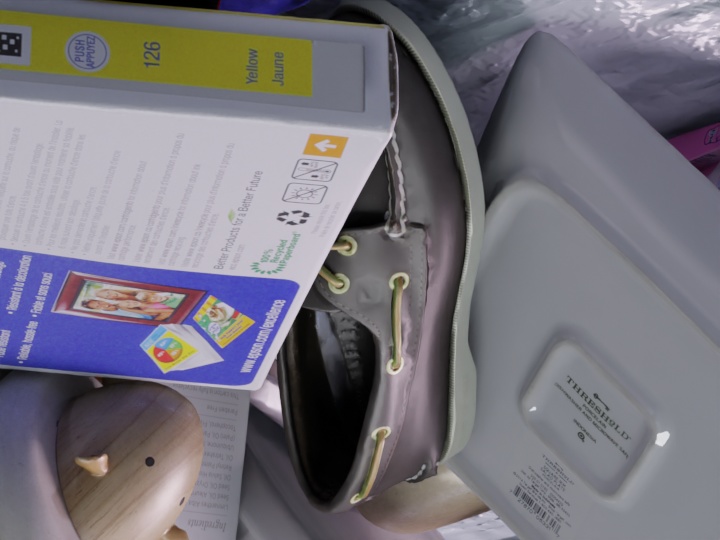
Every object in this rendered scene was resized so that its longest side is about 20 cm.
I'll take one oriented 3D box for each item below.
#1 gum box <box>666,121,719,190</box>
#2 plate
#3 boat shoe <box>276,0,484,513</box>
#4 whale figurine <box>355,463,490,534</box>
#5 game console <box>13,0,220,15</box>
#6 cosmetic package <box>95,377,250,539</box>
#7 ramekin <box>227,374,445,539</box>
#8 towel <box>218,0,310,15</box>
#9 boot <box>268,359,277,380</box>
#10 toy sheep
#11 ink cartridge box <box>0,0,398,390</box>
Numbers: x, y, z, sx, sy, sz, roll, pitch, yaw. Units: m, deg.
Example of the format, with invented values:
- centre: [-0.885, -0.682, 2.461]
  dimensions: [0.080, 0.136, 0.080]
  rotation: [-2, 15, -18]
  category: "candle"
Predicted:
- centre: [0.186, -0.002, 1.057]
  dimensions: [0.200, 0.066, 0.113]
  rotation: [18, 154, -38]
  category: "gum box"
- centre: [0.090, 0.048, 0.976]
  dimensions: [0.032, 0.200, 0.200]
  rotation: [-32, 159, -39]
  category: "plate"
- centre: [0.000, 0.000, 0.955]
  dimensions: [0.072, 0.061, 0.202]
  rotation: [29, 139, 38]
  category: "boat shoe"
- centre: [0.063, 0.044, 1.168]
  dimensions: [0.159, 0.104, 0.200]
  rotation: [-24, 173, 29]
  category: "whale figurine"
- centre: [-0.144, -0.072, 0.820]
  dimensions: [0.199, 0.031, 0.177]
  rotation: [3, 156, -11]
  category: "game console"
- centre: [-0.108, 0.105, 1.064]
  dimensions: [0.101, 0.201, 0.071]
  rotation: [1, 173, 34]
  category: "cosmetic package"
- centre: [-0.026, 0.140, 1.158]
  dimensions: [0.094, 0.202, 0.202]
  rotation: [-43, 146, 9]
  category: "ramekin"
- centre: [-0.117, -0.104, 0.839]
  dimensions: [0.200, 0.050, 0.148]
  rotation: [13, 148, -27]
  category: "towel"
- centre: [-0.132, 0.054, 1.235]
  dimensions: [0.199, 0.074, 0.075]
  rotation: [-3, -169, -11]
  category: "boot"
- centre: [-0.144, 0.086, 0.972]
  dimensions: [0.200, 0.138, 0.138]
  rotation: [-22, 151, 23]
  category: "toy sheep"
- centre: [-0.108, -0.022, 0.846]
  dimensions: [0.199, 0.047, 0.198]
  rotation: [7, 155, -12]
  category: "ink cartridge box"
